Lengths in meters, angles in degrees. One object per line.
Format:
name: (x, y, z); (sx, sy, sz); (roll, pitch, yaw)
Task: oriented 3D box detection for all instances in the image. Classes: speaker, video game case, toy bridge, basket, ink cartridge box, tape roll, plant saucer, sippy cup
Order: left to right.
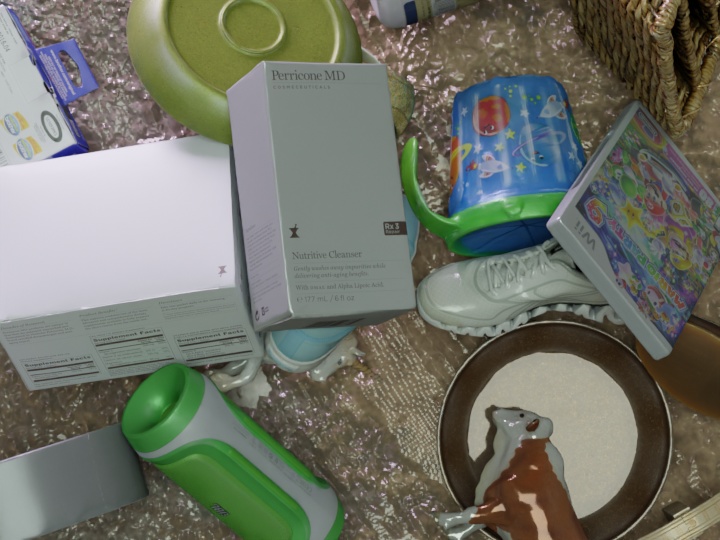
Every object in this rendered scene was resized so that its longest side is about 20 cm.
ink cartridge box: (-0.322, -0.130, 1.672); (0.200, 0.076, 0.137); (-28, 88, 0)
tape roll: (-0.274, 0.182, 1.597); (0.200, 0.200, 0.066); (-17, 88, -1)
speaker: (-0.101, 0.162, 1.615); (0.088, 0.088, 0.200); (-47, 121, -2)
plant saucer: (-0.091, -0.194, 1.624); (0.200, 0.031, 0.200); (7, 62, -13)
sippy cup: (0.131, -0.089, 1.651); (0.139, 0.178, 0.131); (-15, 74, 36)
plant saucer: (0.163, 0.142, 1.682); (0.200, 0.037, 0.201); (0, 88, -1)
video game case: (0.234, -0.037, 1.616); (0.018, 0.200, 0.143); (-31, 104, 40)
basket: (0.259, -0.229, 1.600); (0.143, 0.200, 0.149); (-36, 62, -4)
toy bridge: (0.272, 0.211, 1.663); (0.200, 0.067, 0.027); (-29, 88, -1)

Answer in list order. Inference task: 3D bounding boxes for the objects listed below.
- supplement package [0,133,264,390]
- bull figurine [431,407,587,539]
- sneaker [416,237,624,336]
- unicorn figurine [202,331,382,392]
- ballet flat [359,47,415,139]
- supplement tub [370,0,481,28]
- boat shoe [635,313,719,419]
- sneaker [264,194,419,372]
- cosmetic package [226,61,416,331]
supplement package: (-0.188, -0.008, 1.610); (0.200, 0.111, 0.156); (-8, 56, 5)
bull figurine: (0.134, 0.215, 1.630); (0.121, 0.065, 0.200); (-26, 86, 3)
sneaker: (0.144, 0.004, 1.647); (0.200, 0.081, 0.075); (-7, 60, 1)
unicorn figurine: (-0.092, 0.051, 1.663); (0.137, 0.074, 0.200); (-37, 82, -12)
ballet flat: (-0.041, -0.181, 1.687); (0.200, 0.071, 0.071); (31, 88, 2)
supplement tub: (0.091, -0.297, 1.647); (0.200, 0.144, 0.145); (-18, 88, -1)
boat shoe: (0.322, 0.093, 1.671); (0.200, 0.070, 0.070); (34, 121, -2)
sneaker: (0.000, 0.000, 1.630); (0.074, 0.082, 0.200); (36, 57, -3)
cosmetic package: (-0.031, -0.057, 1.538); (0.113, 0.081, 0.200); (-4, 81, -26)
